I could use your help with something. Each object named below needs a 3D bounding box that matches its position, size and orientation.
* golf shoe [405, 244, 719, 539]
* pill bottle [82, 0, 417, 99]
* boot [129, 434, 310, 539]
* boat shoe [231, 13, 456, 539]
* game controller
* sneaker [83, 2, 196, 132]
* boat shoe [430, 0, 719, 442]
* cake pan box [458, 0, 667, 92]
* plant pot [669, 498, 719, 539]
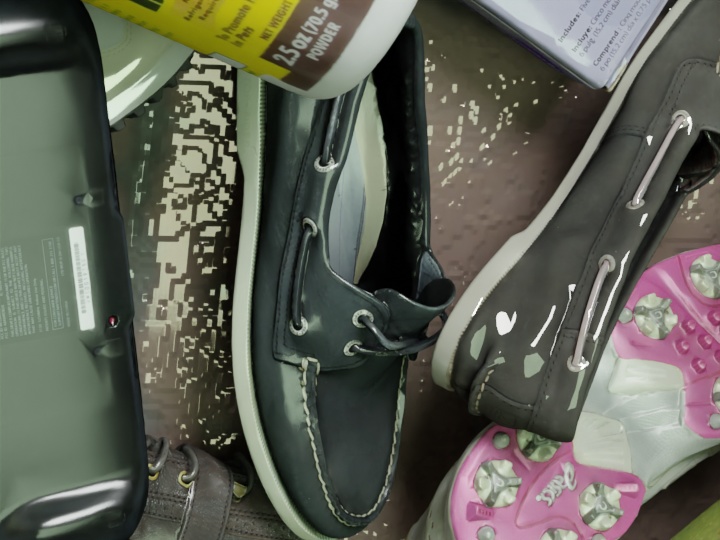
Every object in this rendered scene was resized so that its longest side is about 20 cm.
[{"bbox_3d":[0.092,0.056,1.093,0.200,0.091,0.075,-33,87,-31],"label":"golf shoe"},{"bbox_3d":[-0.074,-0.137,0.901,0.199,0.109,0.110,22,97,-15],"label":"pill bottle"},{"bbox_3d":[-0.083,0.066,1.033,0.173,0.069,0.201,13,101,-31],"label":"boot"},{"bbox_3d":[0.001,-0.001,1.018,0.074,0.066,0.201,-8,100,-54],"label":"boat shoe"},{"bbox_3d":[-0.124,0.006,0.935,0.104,0.042,0.201,-12,106,-26],"label":"game controller"},{"bbox_3d":[-0.136,-0.075,0.957,0.199,0.070,0.094,-35,121,-5],"label":"sneaker"},{"bbox_3d":[0.100,-0.023,1.044,0.057,0.067,0.200,31,69,16],"label":"boat shoe"},{"bbox_3d":[0.063,-0.194,1.007,0.184,0.052,0.201,31,93,-24],"label":"cake pan box"},{"bbox_3d":[0.144,0.172,1.071,0.184,0.201,0.200,-32,118,21],"label":"plant pot"}]
